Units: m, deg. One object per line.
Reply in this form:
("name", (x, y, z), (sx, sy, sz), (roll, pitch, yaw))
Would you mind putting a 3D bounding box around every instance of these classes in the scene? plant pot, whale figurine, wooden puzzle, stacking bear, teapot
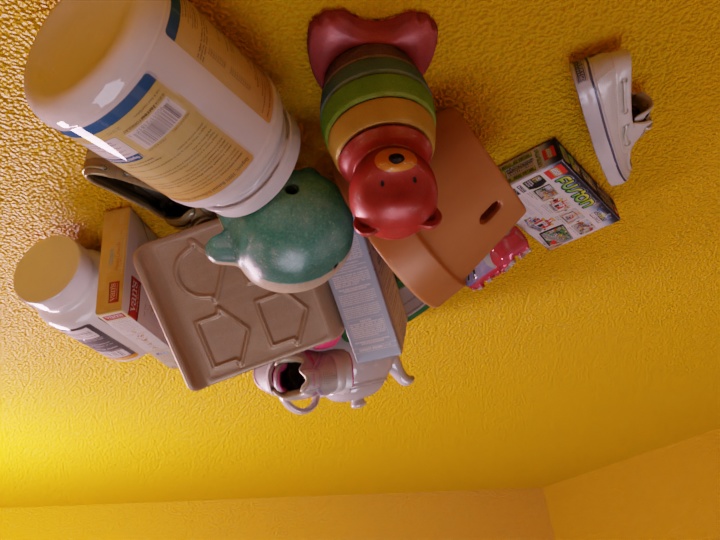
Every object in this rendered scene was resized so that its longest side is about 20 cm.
("plant pot", (0.083, -0.081, 0.709), (0.140, 0.200, 0.200), (-35, 145, 13))
("whale figurine", (-0.098, -0.070, 0.669), (0.159, 0.200, 0.104), (-41, 160, -28))
("wooden puzzle", (-0.136, 0.023, 0.766), (0.200, 0.186, 0.046), (-21, -162, -10))
("stacking bear", (0.020, -0.119, 0.581), (0.121, 0.200, 0.114), (-2, 149, -9))
("teapot", (-0.025, 0.163, 1.115), (0.200, 0.146, 0.197), (-15, 169, 9))

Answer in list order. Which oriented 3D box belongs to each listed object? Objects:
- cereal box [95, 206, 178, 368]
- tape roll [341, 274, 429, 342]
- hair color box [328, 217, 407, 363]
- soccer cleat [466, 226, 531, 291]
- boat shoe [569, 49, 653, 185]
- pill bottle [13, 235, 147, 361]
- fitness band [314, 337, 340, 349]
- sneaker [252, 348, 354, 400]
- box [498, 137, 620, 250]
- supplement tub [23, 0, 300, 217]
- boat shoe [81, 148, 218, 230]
("cereal box", (-0.273, 0.029, 0.855), (0.039, 0.144, 0.200), (-10, 153, 6))
("tape roll", (0.050, 0.032, 0.962), (0.200, 0.048, 0.200), (-27, 158, -12))
("hair color box", (0.000, 0.000, 0.799), (0.061, 0.099, 0.200), (-14, 109, 13))
("soccer cleat", (0.187, -0.026, 0.962), (0.067, 0.077, 0.200), (-33, 172, -13))
("boat shoe", (0.284, -0.164, 0.713), (0.070, 0.071, 0.200), (-17, 144, 23))
("pill bottle", (-0.359, 0.040, 0.885), (0.116, 0.117, 0.200), (-12, 151, 10))
("fitness band", (-0.059, 0.032, 0.899), (0.037, 0.144, 0.200), (-8, 163, -12))
("sneaker", (-0.104, 0.148, 0.959), (0.088, 0.082, 0.200), (1, 170, -44))
("box", (0.254, -0.093, 0.867), (0.110, 0.035, 0.200), (-26, 147, 31))
("supplement tub", (-0.158, -0.142, 0.560), (0.144, 0.145, 0.200), (-21, 149, 24))
("boat shoe", (-0.216, -0.079, 0.727), (0.073, 0.063, 0.201), (-11, 147, 28))
